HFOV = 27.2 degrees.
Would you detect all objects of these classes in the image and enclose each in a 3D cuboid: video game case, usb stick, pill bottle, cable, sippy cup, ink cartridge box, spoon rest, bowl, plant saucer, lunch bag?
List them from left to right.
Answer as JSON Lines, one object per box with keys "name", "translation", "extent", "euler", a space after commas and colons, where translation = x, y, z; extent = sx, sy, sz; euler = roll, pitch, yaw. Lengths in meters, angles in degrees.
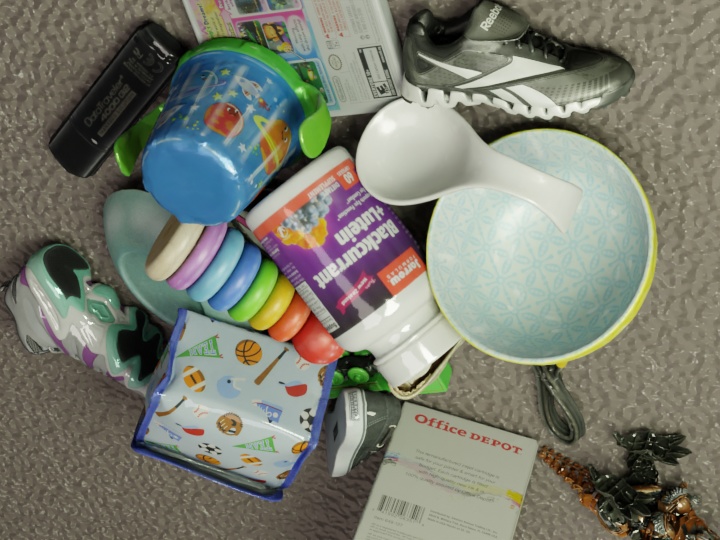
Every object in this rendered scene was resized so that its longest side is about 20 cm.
{"name": "usb stick", "translation": [-0.231, -0.156, 1.397], "extent": [0.055, 0.033, 0.200], "euler": [44, 131, -5]}
{"name": "plant saucer", "translation": [-0.183, 0.008, 1.460], "extent": [0.201, 0.039, 0.201], "euler": [27, 149, 18]}
{"name": "sippy cup", "translation": [-0.123, -0.111, 1.293], "extent": [0.140, 0.130, 0.178], "euler": [39, 133, -11]}
{"name": "lunch bag", "translation": [-0.132, 0.147, 1.479], "extent": [0.170, 0.124, 0.200], "euler": [21, 150, -8]}
{"name": "video game case", "translation": [-0.062, -0.220, 1.282], "extent": [0.182, 0.024, 0.200], "euler": [-3, 126, 25]}
{"name": "pill bottle", "translation": [0.000, 0.000, 1.310], "extent": [0.111, 0.111, 0.200], "euler": [-37, 92, 39]}
{"name": "ink cartridge box", "translation": [0.078, 0.264, 1.490], "extent": [0.147, 0.200, 0.145], "euler": [17, 135, 8]}
{"name": "spoon rest", "translation": [0.084, -0.087, 1.241], "extent": [0.200, 0.100, 0.061], "euler": [20, 172, 26]}
{"name": "cable", "translation": [0.170, 0.092, 1.414], "extent": [0.097, 0.050, 0.200], "euler": [22, 137, 27]}
{"name": "bowl", "translation": [0.167, -0.013, 1.281], "extent": [0.200, 0.201, 0.108], "euler": [-4, 168, 25]}

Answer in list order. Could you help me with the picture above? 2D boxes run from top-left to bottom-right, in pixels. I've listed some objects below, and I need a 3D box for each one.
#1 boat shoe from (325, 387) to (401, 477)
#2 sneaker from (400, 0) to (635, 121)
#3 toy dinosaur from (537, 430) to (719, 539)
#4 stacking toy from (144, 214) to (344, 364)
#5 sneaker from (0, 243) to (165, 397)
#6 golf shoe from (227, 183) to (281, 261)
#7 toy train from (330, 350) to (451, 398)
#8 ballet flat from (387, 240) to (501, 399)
{"name": "boat shoe", "translation": [-0.001, 0.165, 1.506], "extent": [0.056, 0.069, 0.200], "euler": [-2, 162, -9]}
{"name": "sneaker", "translation": [0.122, -0.175, 1.211], "extent": [0.200, 0.067, 0.091], "euler": [6, 131, 21]}
{"name": "toy dinosaur", "translation": [0.266, 0.231, 1.464], "extent": [0.200, 0.102, 0.136], "euler": [8, 144, 12]}
{"name": "stacking toy", "translation": [-0.093, 0.018, 1.360], "extent": [0.200, 0.085, 0.085], "euler": [33, 132, -16]}
{"name": "sneaker", "translation": [-0.301, 0.072, 1.587], "extent": [0.140, 0.078, 0.200], "euler": [-30, 104, 40]}
{"name": "golf shoe", "translation": [-0.047, -0.035, 1.390], "extent": [0.200, 0.073, 0.092], "euler": [16, 132, 9]}
{"name": "toy train", "translation": [-0.001, 0.106, 1.508], "extent": [0.200, 0.042, 0.056], "euler": [-7, 134, 27]}
{"name": "ballet flat", "translation": [0.083, 0.042, 1.376], "extent": [0.067, 0.062, 0.200], "euler": [29, 119, 5]}
